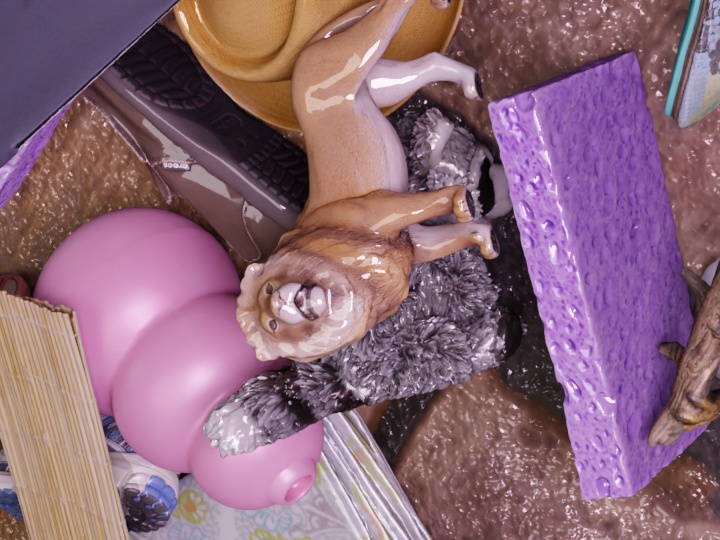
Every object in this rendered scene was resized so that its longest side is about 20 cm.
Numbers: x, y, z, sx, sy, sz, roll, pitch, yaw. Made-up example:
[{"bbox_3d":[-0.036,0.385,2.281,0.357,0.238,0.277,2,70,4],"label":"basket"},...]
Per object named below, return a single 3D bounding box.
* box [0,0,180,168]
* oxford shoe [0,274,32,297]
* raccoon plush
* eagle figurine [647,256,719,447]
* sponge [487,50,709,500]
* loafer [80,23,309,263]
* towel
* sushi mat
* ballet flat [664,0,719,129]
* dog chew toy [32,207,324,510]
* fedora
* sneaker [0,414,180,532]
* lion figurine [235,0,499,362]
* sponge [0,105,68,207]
[{"bbox_3d":[-0.188,-0.195,0.959,0.197,0.117,0.200,-36,51,36],"label":"box"},{"bbox_3d":[-0.269,0.069,1.205,0.200,0.071,0.075,-31,116,35],"label":"oxford shoe"},{"bbox_3d":[0.000,0.000,0.936,0.097,0.200,0.134,-2,109,60],"label":"raccoon plush"},{"bbox_3d":[0.241,0.067,0.854,0.199,0.151,0.152,14,163,-4],"label":"eagle figurine"},{"bbox_3d":[0.122,0.000,0.893,0.030,0.111,0.201,-7,103,36],"label":"sponge"},{"bbox_3d":[-0.106,-0.072,1.033,0.200,0.073,0.071,42,124,13],"label":"loafer"},{"bbox_3d":[-0.040,0.183,1.103,0.200,0.048,0.171,-34,85,36],"label":"towel"},{"bbox_3d":[-0.175,0.097,1.040,0.096,0.012,0.200,16,127,38],"label":"sushi mat"},{"bbox_3d":[0.186,-0.154,0.828,0.074,0.074,0.200,19,120,25],"label":"ballet flat"},{"bbox_3d":[-0.097,0.056,1.029,0.200,0.124,0.125,45,126,27],"label":"dog chew toy"},{"bbox_3d":[-0.040,-0.161,0.953,0.200,0.082,0.201,11,113,28],"label":"fedora"},{"bbox_3d":[-0.170,0.118,1.146,0.200,0.085,0.077,-9,140,46],"label":"sneaker"},{"bbox_3d":[-0.002,-0.054,0.894,0.122,0.072,0.201,-11,64,19],"label":"lion figurine"},{"bbox_3d":[-0.268,-0.143,1.127,0.200,0.030,0.112,46,125,9],"label":"sponge"}]
